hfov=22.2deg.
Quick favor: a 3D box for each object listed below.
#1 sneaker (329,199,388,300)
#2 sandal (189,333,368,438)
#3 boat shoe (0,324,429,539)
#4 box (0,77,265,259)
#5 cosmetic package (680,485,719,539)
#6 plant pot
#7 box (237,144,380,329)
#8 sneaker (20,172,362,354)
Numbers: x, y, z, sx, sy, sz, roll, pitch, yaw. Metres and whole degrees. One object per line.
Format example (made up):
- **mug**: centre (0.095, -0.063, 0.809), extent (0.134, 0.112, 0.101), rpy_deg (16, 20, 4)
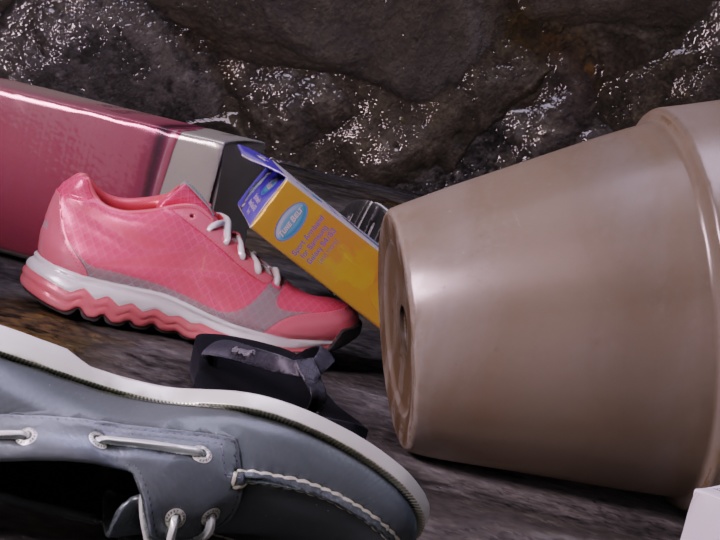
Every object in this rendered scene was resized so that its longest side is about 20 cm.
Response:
- **sneaker**: centre (0.050, 0.009, 1.350), extent (0.090, 0.078, 0.200), rpy_deg (18, 7, -45)
- **sandal**: centre (-0.047, 0.049, 0.875), extent (0.076, 0.043, 0.200), rpy_deg (11, 7, -17)
- **boat shoe**: centre (-0.074, 0.074, 0.613), extent (0.199, 0.073, 0.062), rpy_deg (19, 48, -11)
- **box**: centre (-0.180, -0.058, 1.245), extent (0.199, 0.110, 0.128), rpy_deg (14, 6, 8)
- **cosmetic package**: centre (0.206, 0.118, 0.766), extent (0.082, 0.051, 0.200), rpy_deg (16, 7, 31)
- **plant pot**: centre (0.101, 0.022, 0.883), extent (0.173, 0.201, 0.200), rpy_deg (-4, 9, -8)
- **box**: centre (0.000, 0.000, 1.080), extent (0.200, 0.042, 0.119), rpy_deg (36, 2, -10)
- **sneaker**: centre (-0.090, -0.004, 1.052), extent (0.199, 0.087, 0.074), rpy_deg (13, 6, -10)
